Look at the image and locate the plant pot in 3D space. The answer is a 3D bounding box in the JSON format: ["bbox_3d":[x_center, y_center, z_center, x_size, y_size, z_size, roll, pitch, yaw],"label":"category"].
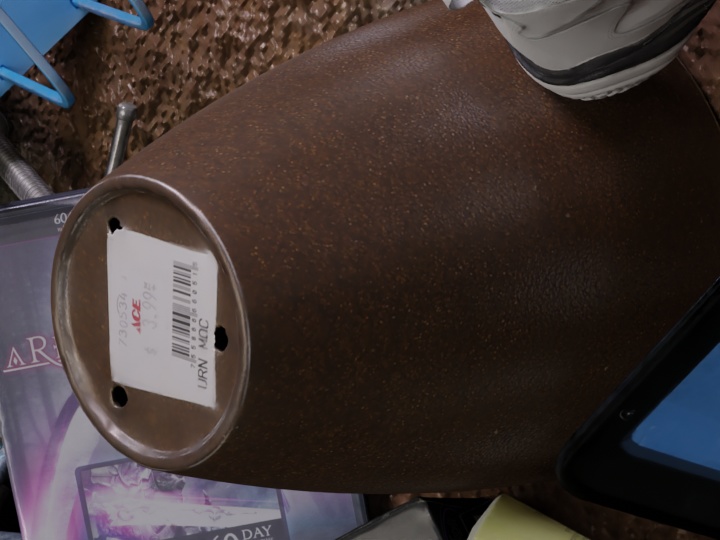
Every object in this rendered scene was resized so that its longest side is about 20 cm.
[{"bbox_3d":[0.000,0.000,0.709,0.186,0.199,0.189,10,106,41],"label":"plant pot"}]

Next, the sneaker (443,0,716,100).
[{"bbox_3d":[0.100,-0.140,0.617,0.200,0.115,0.075,-49,66,15],"label":"sneaker"}]

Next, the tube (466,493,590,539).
[{"bbox_3d":[0.122,0.139,0.675,0.199,0.058,0.052,27,121,12],"label":"tube"}]

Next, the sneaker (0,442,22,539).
[{"bbox_3d":[-0.146,0.097,0.937,0.199,0.095,0.080,-31,77,42],"label":"sneaker"}]

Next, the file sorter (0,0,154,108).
[{"bbox_3d":[-0.202,-0.087,0.833,0.139,0.200,0.122,50,168,-28],"label":"file sorter"}]

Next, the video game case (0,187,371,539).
[{"bbox_3d":[-0.074,0.063,0.845,0.141,0.019,0.202,-10,100,1],"label":"video game case"}]

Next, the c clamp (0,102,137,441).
[{"bbox_3d":[-0.155,-0.018,0.934,0.200,0.027,0.172,34,113,54],"label":"c clamp"}]

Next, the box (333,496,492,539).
[{"bbox_3d":[-0.021,0.182,0.779,0.199,0.106,0.123,-29,76,12],"label":"box"}]

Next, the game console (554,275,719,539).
[{"bbox_3d":[0.187,0.059,0.605,0.176,0.116,0.200,54,130,20],"label":"game console"}]
